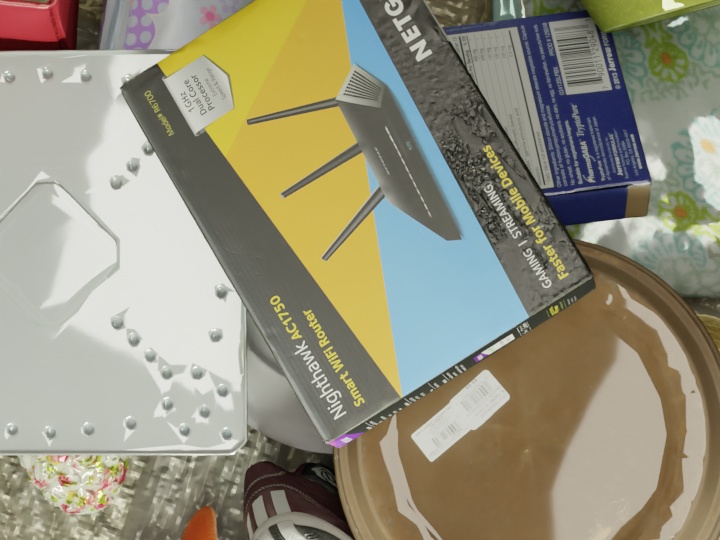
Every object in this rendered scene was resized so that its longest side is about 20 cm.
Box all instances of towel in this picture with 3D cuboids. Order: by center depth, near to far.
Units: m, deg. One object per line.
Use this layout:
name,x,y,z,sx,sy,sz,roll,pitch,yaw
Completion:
towel,0.154,-0.087,1.225,0.169,0.048,0.202,2,84,-3

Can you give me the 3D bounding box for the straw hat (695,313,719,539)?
straw hat,0.140,0.077,1.182,0.199,0.085,0.203,-1,124,-2

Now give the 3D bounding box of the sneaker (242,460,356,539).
sneaker,0.009,0.162,1.177,0.075,0.116,0.200,-38,123,9

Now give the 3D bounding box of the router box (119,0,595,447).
router box,-0.001,-0.039,1.070,0.148,0.051,0.201,-32,78,3

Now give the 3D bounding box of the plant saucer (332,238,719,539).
plant saucer,0.082,0.081,1.079,0.198,0.029,0.202,-2,81,9

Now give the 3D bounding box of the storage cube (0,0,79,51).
storage cube,-0.226,-0.206,1.142,0.198,0.180,0.173,6,83,-3

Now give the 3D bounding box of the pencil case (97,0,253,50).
pencil case,-0.101,-0.146,1.193,0.090,0.083,0.202,9,82,-26

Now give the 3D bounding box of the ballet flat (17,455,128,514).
ballet flat,-0.163,0.029,1.180,0.075,0.064,0.202,-10,85,-4

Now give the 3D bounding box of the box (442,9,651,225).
box,0.039,-0.071,1.152,0.198,0.033,0.122,-6,54,-4

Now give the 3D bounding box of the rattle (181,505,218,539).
rattle,-0.062,0.228,1.132,0.129,0.143,0.202,-15,94,18

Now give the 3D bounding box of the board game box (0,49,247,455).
board game box,-0.155,-0.009,1.133,0.198,0.026,0.202,0,91,4

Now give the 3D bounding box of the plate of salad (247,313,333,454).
plate of salad,0.000,0.000,1.189,0.198,0.048,0.202,-7,71,20

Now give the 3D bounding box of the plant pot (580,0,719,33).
plant pot,0.142,-0.229,1.142,0.185,0.187,0.202,-15,93,-6
